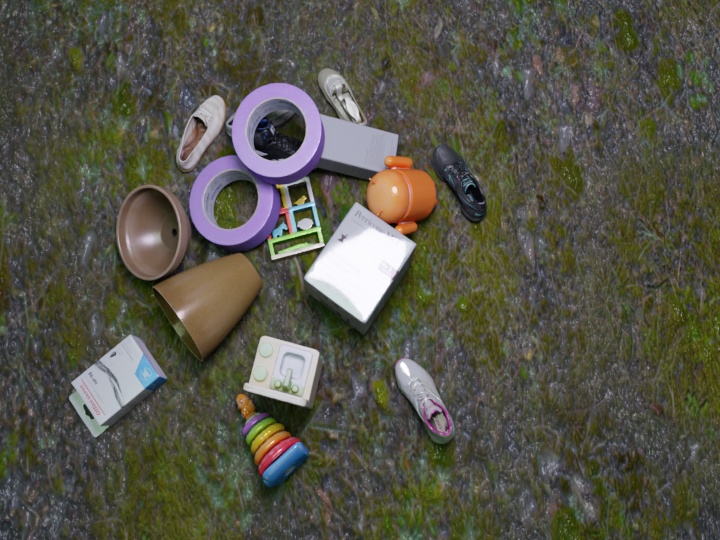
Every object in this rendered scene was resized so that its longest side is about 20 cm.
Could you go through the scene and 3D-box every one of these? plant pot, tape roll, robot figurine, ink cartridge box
[{"bbox_3d":[-0.315,0.057,1.413,0.198,0.187,0.187,-37,79,-21],"label":"plant pot"},{"bbox_3d":[-0.176,-0.294,1.419,0.193,0.066,0.208,0,83,3],"label":"tape roll"},{"bbox_3d":[0.089,-0.166,1.447,0.116,0.197,0.147,37,119,31],"label":"robot figurine"},{"bbox_3d":[-0.283,-0.151,1.485,0.193,0.066,0.207,-1,80,8],"label":"tape roll"},{"bbox_3d":[-0.441,-0.084,1.456,0.195,0.092,0.208,2,93,29],"label":"plant pot"},{"bbox_3d":[-0.533,0.251,1.413,0.199,0.067,0.117,-40,81,-8],"label":"ink cartridge box"}]

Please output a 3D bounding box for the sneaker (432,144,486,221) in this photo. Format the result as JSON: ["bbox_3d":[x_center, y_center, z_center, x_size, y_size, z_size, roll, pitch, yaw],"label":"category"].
[{"bbox_3d":[0.236,-0.214,1.513,0.074,0.079,0.203,-30,78,-7],"label":"sneaker"}]

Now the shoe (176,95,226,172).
[{"bbox_3d":[-0.376,-0.328,1.550,0.068,0.053,0.205,23,78,5],"label":"shoe"}]

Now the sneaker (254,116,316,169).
[{"bbox_3d":[-0.183,-0.292,1.506,0.193,0.113,0.075,7,59,2],"label":"sneaker"}]

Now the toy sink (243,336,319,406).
[{"bbox_3d":[-0.153,0.210,1.348,0.126,0.200,0.116,13,77,4],"label":"toy sink"}]

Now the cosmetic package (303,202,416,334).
[{"bbox_3d":[0.000,0.000,1.420,0.163,0.165,0.203,33,79,7],"label":"cosmetic package"}]

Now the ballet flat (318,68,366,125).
[{"bbox_3d":[-0.042,-0.411,1.563,0.068,0.070,0.203,-29,79,-6],"label":"ballet flat"}]

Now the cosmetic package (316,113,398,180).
[{"bbox_3d":[-0.016,-0.276,1.505,0.194,0.074,0.105,12,77,-12],"label":"cosmetic package"}]

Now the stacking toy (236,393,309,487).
[{"bbox_3d":[-0.207,0.342,1.386,0.109,0.117,0.201,-37,69,-11],"label":"stacking toy"}]

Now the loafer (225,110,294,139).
[{"bbox_3d":[-0.228,-0.372,1.551,0.197,0.070,0.071,-32,79,-7],"label":"loafer"}]

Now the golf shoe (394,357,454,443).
[{"bbox_3d":[0.140,0.272,1.399,0.074,0.092,0.203,-33,78,-6],"label":"golf shoe"}]

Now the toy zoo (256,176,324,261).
[{"bbox_3d":[-0.165,-0.135,1.524,0.127,0.021,0.206,-14,77,-3],"label":"toy zoo"}]
